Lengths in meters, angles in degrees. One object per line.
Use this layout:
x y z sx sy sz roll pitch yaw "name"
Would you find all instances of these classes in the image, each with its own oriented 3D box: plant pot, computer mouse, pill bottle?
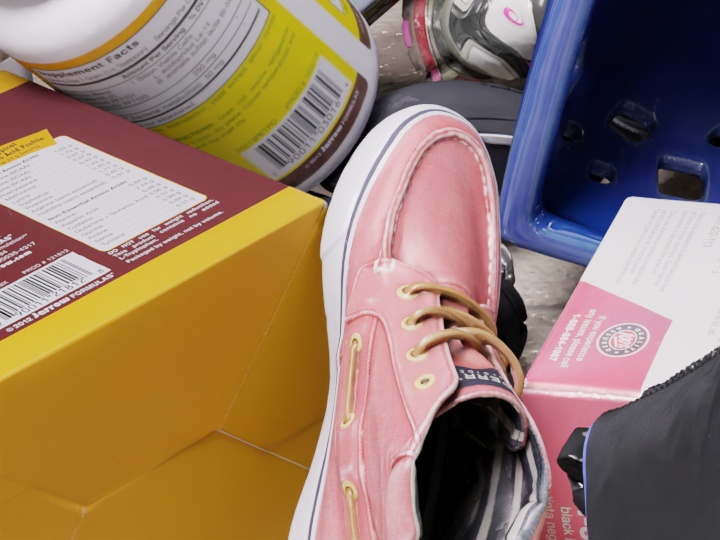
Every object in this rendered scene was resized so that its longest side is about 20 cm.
0.178 -0.113 1.076 0.199 0.200 0.180 14 39 1 "plant pot"
0.064 -0.071 1.193 0.199 0.046 0.140 -4 18 -18 "computer mouse"
-0.086 -0.111 1.081 0.109 0.200 0.110 -17 56 27 "pill bottle"

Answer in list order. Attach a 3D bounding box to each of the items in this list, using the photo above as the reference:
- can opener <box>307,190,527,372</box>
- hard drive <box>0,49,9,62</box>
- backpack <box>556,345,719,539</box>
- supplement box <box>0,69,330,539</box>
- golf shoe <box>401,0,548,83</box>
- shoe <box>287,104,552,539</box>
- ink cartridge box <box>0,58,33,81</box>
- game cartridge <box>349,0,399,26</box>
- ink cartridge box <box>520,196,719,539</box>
0.000 0.000 1.110 0.078 0.064 0.200 -23 33 -26 "can opener"
-0.211 -0.076 1.090 0.132 0.026 0.200 -14 16 25 "hard drive"
0.169 0.115 0.727 0.200 0.135 0.183 18 53 -26 "backpack"
-0.142 0.042 0.994 0.197 0.133 0.200 -30 37 -34 "supplement box"
0.115 -0.127 1.268 0.092 0.073 0.200 -3 12 43 "golf shoe"
0.030 0.033 0.917 0.071 0.201 0.091 18 -16 -27 "shoe"
-0.255 -0.071 1.267 0.199 0.084 0.176 -9 30 -5 "ink cartridge box"
0.009 -0.147 1.261 0.200 0.041 0.133 -40 -3 21 "game cartridge"
0.176 0.047 0.969 0.199 0.083 0.147 5 31 21 "ink cartridge box"
